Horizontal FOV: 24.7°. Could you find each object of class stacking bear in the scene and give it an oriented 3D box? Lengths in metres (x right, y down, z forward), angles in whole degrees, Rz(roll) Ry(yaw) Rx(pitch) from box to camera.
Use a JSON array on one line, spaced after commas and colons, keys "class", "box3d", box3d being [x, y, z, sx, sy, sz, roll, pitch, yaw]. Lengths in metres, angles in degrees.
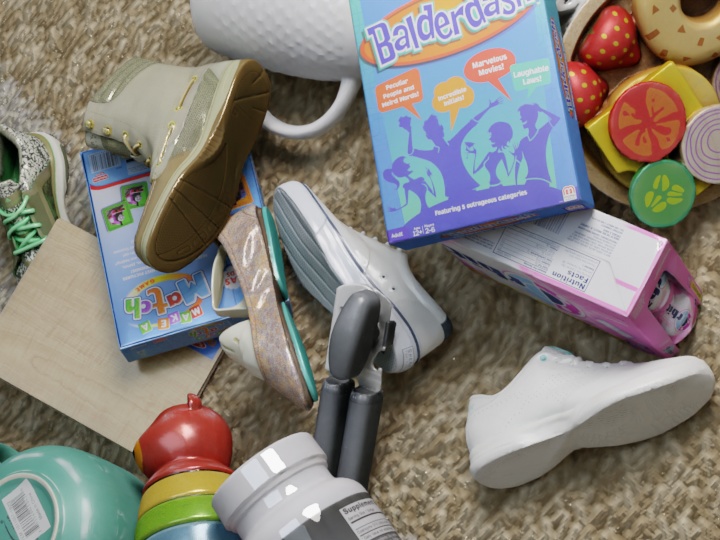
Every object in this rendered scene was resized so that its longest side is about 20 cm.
[{"class": "stacking bear", "box3d": [-0.137, 0.201, 1.334, 0.113, 0.122, 0.201, -6, 56, -5]}]

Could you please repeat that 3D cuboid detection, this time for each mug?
[{"class": "mug", "box3d": [-0.270, 0.223, 1.383, 0.184, 0.114, 0.153, 3, 73, 26]}, {"class": "mug", "box3d": [-0.043, -0.213, 1.429, 0.174, 0.147, 0.201, 20, 99, 27]}]

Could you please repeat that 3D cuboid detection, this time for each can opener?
[{"class": "can opener", "box3d": [-0.015, 0.105, 1.295, 0.052, 0.066, 0.201, 18, 110, 31]}]

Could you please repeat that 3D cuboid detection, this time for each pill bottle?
[{"class": "pill bottle", "box3d": [-0.020, 0.230, 1.236, 0.116, 0.116, 0.200, -40, 72, 7]}]

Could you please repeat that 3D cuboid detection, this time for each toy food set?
[{"class": "toy food set", "box3d": [0.243, -0.139, 1.248, 0.200, 0.198, 0.049, -39, 17, -1]}]

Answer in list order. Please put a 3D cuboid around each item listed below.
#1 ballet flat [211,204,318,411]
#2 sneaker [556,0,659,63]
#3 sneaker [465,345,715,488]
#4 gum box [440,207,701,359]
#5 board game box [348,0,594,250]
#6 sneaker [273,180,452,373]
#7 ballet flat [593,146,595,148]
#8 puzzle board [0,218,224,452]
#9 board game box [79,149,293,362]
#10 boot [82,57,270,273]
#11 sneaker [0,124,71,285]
[{"class": "ballet flat", "box3d": [-0.085, 0.037, 1.351, 0.067, 0.068, 0.201, -18, 53, 3]}, {"class": "sneaker", "box3d": [0.188, -0.210, 1.297, 0.081, 0.199, 0.075, -63, 16, -18]}, {"class": "sneaker", "box3d": [0.167, 0.091, 1.251, 0.199, 0.075, 0.089, -22, 51, 19]}, {"class": "gum box", "box3d": [0.159, -0.008, 1.261, 0.199, 0.113, 0.066, 26, 84, 31]}, {"class": "board game box", "box3d": [0.080, -0.130, 1.224, 0.151, 0.045, 0.202, -13, 80, 20]}, {"class": "sneaker", "box3d": [0.000, 0.000, 1.366, 0.070, 0.073, 0.200, -23, 62, -29]}, {"class": "ballet flat", "box3d": [0.140, -0.119, 1.295, 0.198, 0.070, 0.070, 3, 67, -14]}, {"class": "puzzle board", "box3d": [-0.222, 0.062, 1.450, 0.199, 0.017, 0.151, 27, 78, 15]}, {"class": "board game box", "box3d": [-0.154, -0.033, 1.445, 0.150, 0.037, 0.201, -15, 63, 0]}, {"class": "boot", "box3d": [-0.176, -0.094, 1.400, 0.154, 0.072, 0.201, 8, 66, 34]}, {"class": "sneaker", "box3d": [-0.312, -0.049, 1.520, 0.077, 0.089, 0.201, -25, 64, 17]}]
